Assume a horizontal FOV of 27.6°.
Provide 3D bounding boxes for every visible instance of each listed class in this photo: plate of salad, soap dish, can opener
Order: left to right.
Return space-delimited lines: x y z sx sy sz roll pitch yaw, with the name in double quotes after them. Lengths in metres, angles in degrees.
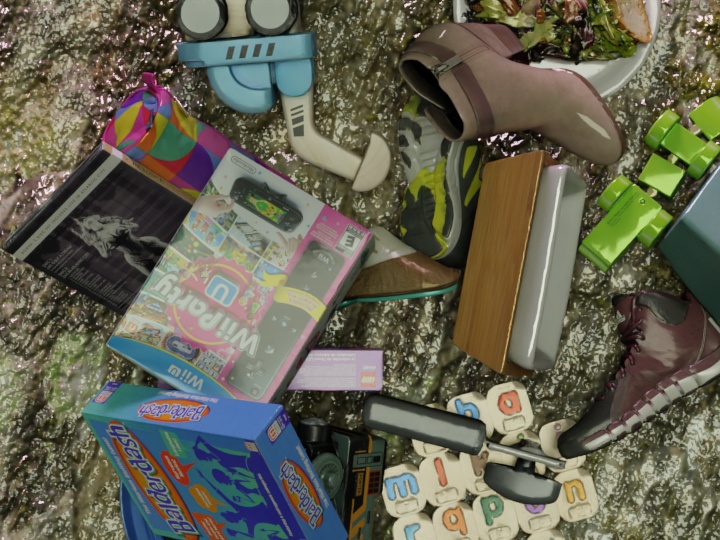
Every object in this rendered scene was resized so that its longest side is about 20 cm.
0.095 0.171 1.377 0.200 0.053 0.067 14 88 1 "can opener"
0.146 -0.005 1.350 0.081 0.157 0.200 11 89 17 "soap dish"
0.189 -0.254 1.401 0.200 0.048 0.200 0 90 0 "plate of salad"

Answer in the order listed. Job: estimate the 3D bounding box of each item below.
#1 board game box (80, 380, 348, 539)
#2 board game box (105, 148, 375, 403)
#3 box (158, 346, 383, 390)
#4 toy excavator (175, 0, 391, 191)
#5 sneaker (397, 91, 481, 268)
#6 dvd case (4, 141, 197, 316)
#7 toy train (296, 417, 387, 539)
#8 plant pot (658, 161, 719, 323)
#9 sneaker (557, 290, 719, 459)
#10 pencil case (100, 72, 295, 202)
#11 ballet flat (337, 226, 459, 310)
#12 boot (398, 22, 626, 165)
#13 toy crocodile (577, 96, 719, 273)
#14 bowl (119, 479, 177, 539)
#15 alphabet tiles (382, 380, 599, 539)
-0.124 0.171 1.233 0.045 0.200 0.152 -51 130 -37 "board game box"
-0.100 0.020 1.260 0.147 0.064 0.200 31 84 5 "board game box"
-0.079 0.089 1.351 0.200 0.137 0.039 0 88 0 "box"
-0.072 -0.172 1.387 0.194 0.100 0.200 -4 102 2 "toy excavator"
0.082 -0.093 1.392 0.074 0.085 0.200 -4 67 31 "sneaker"
-0.198 -0.019 1.333 0.200 0.016 0.149 32 122 -31 "dvd case"
-0.033 0.235 1.364 0.085 0.114 0.200 7 94 43 "toy train"
0.386 -0.008 1.344 0.200 0.141 0.141 36 75 8 "plant pot"
0.250 0.087 1.390 0.200 0.076 0.116 -31 84 -11 "sneaker"
-0.140 -0.091 1.339 0.200 0.088 0.088 37 89 -34 "pencil case"
0.000 0.000 1.347 0.200 0.068 0.072 -12 91 43 "ballet flat"
0.130 -0.148 1.324 0.200 0.070 0.146 44 45 15 "boot"
0.284 -0.084 1.396 0.067 0.062 0.200 38 92 15 "toy crocodile"
-0.139 0.210 1.348 0.200 0.039 0.201 -2 88 37 "bowl"
0.123 0.213 1.410 0.200 0.015 0.196 -16 89 0 "alphabet tiles"
